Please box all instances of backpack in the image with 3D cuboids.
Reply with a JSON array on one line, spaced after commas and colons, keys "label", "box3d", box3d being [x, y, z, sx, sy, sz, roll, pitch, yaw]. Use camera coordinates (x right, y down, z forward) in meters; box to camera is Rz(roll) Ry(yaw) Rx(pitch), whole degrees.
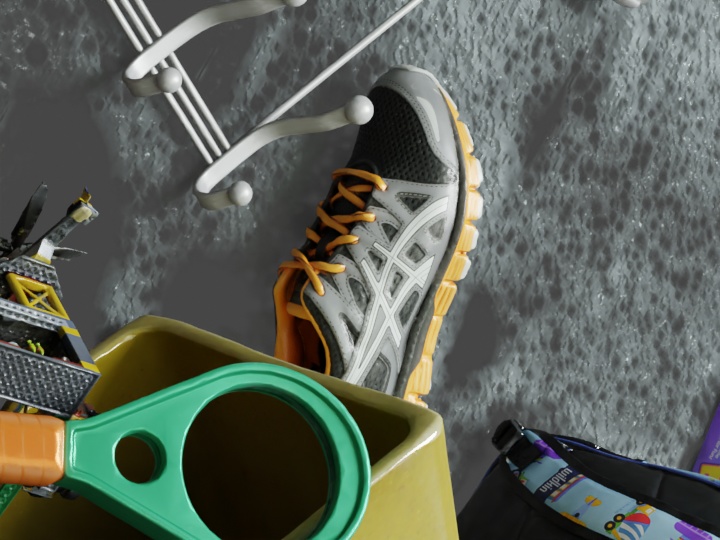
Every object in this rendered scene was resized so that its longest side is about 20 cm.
[{"label": "backpack", "box3d": [0.123, 0.183, 1.113, 0.183, 0.200, 0.135, -52, 127, -23]}]

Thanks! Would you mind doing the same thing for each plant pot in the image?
[{"label": "plant pot", "box3d": [-0.072, 0.168, 0.946, 0.194, 0.195, 0.200, -37, 126, -32]}]

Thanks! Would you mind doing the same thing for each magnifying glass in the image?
[{"label": "magnifying glass", "box3d": [-0.089, 0.067, 0.801, 0.200, 0.022, 0.080, 8, 71, -27]}]

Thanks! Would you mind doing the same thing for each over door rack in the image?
[{"label": "over door rack", "box3d": [-0.030, -0.144, 1.011, 0.200, 0.067, 0.148, -47, 125, -25]}]

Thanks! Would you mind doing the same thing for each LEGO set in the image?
[{"label": "LEGO set", "box3d": [-0.198, 0.024, 0.823, 0.200, 0.116, 0.154, 13, 119, -37]}]

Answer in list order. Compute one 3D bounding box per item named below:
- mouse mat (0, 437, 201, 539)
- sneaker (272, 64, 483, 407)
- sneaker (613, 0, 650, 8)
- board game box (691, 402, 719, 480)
[{"label": "mouse mat", "box3d": [-0.133, 0.155, 1.012, 0.200, 0.008, 0.161, -6, 102, -42]}, {"label": "sneaker", "box3d": [0.000, 0.000, 1.059, 0.077, 0.078, 0.200, 10, 90, -33]}, {"label": "sneaker", "box3d": [0.168, -0.233, 1.158, 0.075, 0.082, 0.200, 20, 84, -42]}, {"label": "board game box", "box3d": [0.246, 0.150, 1.319, 0.134, 0.045, 0.200, 33, 76, -40]}]
